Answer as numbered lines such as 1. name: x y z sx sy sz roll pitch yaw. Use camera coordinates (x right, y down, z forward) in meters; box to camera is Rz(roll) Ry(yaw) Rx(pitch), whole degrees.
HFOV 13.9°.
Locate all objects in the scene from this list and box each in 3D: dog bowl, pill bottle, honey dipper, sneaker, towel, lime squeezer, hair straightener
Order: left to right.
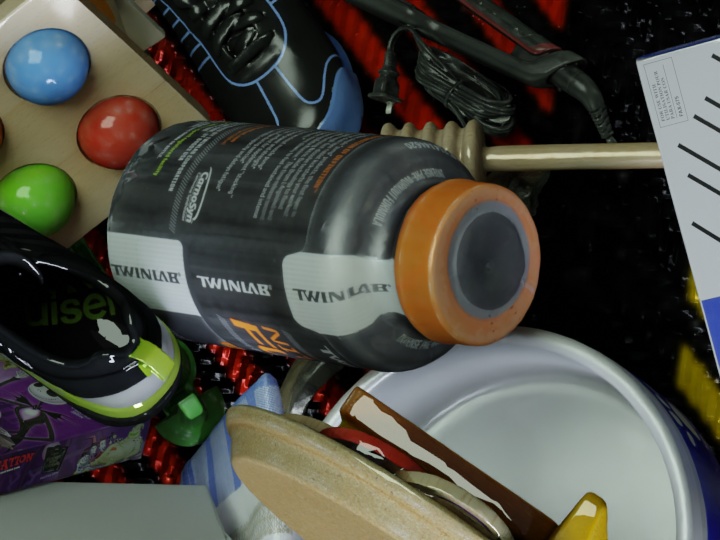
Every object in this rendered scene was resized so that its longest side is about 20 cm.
1. sneaker: -0.165 0.000 1.348 0.200 0.083 0.072 25 72 16
2. lime squeezer: -0.103 0.048 1.452 0.038 0.071 0.200 -46 32 4
3. sneaker: -0.070 -0.132 1.464 0.070 0.078 0.200 -42 55 12
4. towel: -0.056 0.163 1.367 0.024 0.147 0.200 2 71 -16
5. pill bottle: -0.014 -0.011 1.332 0.200 0.106 0.106 7 79 45
6. hair straightener: 0.041 -0.103 1.442 0.200 0.041 0.077 37 94 24
7. dog bowl: 0.068 0.129 1.338 0.200 0.079 0.200 -7 74 24
8. honey dipper: 0.109 -0.055 1.371 0.200 0.038 0.038 -2 75 9

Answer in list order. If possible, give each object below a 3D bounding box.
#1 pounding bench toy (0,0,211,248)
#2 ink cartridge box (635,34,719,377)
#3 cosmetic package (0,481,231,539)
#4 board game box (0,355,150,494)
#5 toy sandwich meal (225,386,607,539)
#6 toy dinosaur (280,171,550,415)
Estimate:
1. pounding bench toy: -0.197 -0.078 1.464 0.200 0.124 0.156 -38 38 13
2. ink cartridge box: 0.194 -0.010 1.296 0.094 0.044 0.200 -14 93 22
3. cosmetic package: -0.156 0.153 1.320 0.113 0.200 0.081 -114 33 -60
4. board game box: -0.208 0.040 1.398 0.200 0.120 0.032 35 117 33
5. toy sandwich meal: 0.033 0.097 1.211 0.205 0.205 0.070 27 76 29
6. toy dinosaur: 0.000 0.000 1.427 0.200 0.047 0.088 -47 69 12
